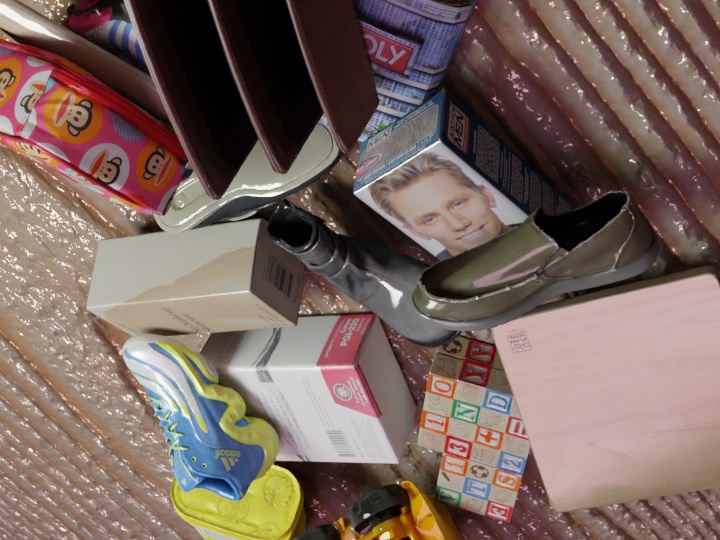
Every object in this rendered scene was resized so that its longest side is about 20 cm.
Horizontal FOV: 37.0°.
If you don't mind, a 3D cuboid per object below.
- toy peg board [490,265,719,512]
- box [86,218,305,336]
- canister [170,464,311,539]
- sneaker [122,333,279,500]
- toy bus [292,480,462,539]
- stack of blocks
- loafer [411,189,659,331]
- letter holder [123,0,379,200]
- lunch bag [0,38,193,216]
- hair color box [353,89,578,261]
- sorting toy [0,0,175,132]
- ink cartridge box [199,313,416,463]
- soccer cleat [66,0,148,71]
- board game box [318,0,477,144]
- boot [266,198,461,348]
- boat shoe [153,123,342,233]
[{"bbox_3d":[0.246,0.095,0.978,0.198,0.098,0.201,-15,108,22],"label":"toy peg board"},{"bbox_3d":[-0.163,0.011,1.065,0.198,0.079,0.095,-7,154,28],"label":"box"},{"bbox_3d":[-0.134,0.288,1.275,0.147,0.087,0.201,15,155,10],"label":"canister"},{"bbox_3d":[-0.170,0.154,1.081,0.199,0.106,0.076,40,134,-14],"label":"sneaker"},{"bbox_3d":[0.029,0.336,1.220,0.199,0.137,0.192,-32,159,12],"label":"toy bus"},{"bbox_3d":[0.121,0.167,1.116,0.114,0.059,0.202,14,134,11],"label":"stack of blocks"},{"bbox_3d":[0.131,-0.016,0.837,0.198,0.076,0.070,-19,127,2],"label":"loafer"},{"bbox_3d":[-0.075,-0.165,0.757,0.099,0.143,0.202,0,129,24],"label":"letter holder"},{"bbox_3d":[-0.234,-0.111,0.882,0.199,0.083,0.176,24,173,37],"label":"lunch bag"},{"bbox_3d":[0.098,-0.052,0.897,0.199,0.061,0.100,35,135,-30],"label":"hair color box"},{"bbox_3d":[-0.214,-0.164,0.923,0.184,0.037,0.200,29,174,-4],"label":"sorting toy"},{"bbox_3d":[-0.058,0.127,1.139,0.198,0.085,0.147,-5,128,26],"label":"ink cartridge box"},{"bbox_3d":[-0.175,-0.188,0.868,0.199,0.070,0.087,22,149,54],"label":"soccer cleat"},{"bbox_3d":[-0.018,-0.204,0.841,0.198,0.062,0.201,24,136,1],"label":"board game box"},{"bbox_3d":[0.000,0.000,0.934,0.131,0.070,0.199,31,171,-34],"label":"boot"},{"bbox_3d":[-0.098,-0.090,0.986,0.198,0.067,0.073,-21,81,26],"label":"boat shoe"}]
